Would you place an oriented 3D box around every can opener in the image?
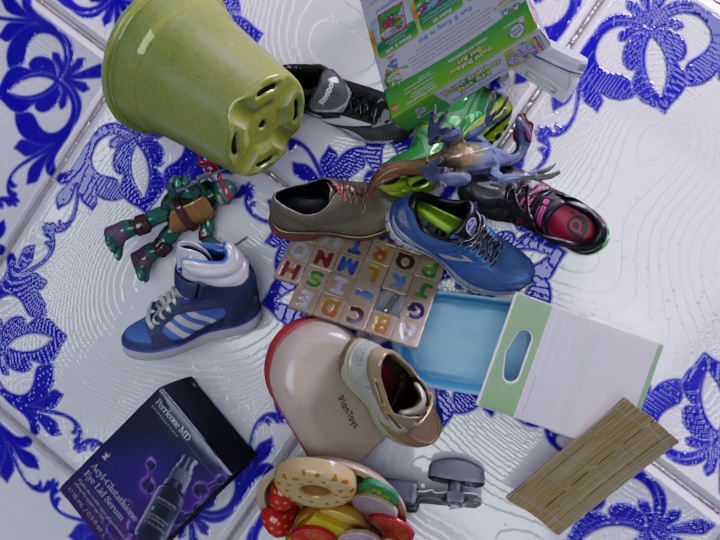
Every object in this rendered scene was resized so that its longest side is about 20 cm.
[{"bbox_3d":[0.060,0.273,0.971,0.196,0.054,0.068,3,58,10],"label":"can opener"}]

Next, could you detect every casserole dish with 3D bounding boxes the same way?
[{"bbox_3d":[0.138,0.092,0.956,0.196,0.039,0.124,7,91,10],"label":"casserole dish"}]

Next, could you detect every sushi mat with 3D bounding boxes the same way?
[{"bbox_3d":[0.276,0.238,0.906,0.095,0.012,0.200,38,112,-13],"label":"sushi mat"}]

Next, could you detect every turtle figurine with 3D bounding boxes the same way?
[{"bbox_3d":[-0.226,-0.067,0.990,0.198,0.101,0.151,-29,126,5],"label":"turtle figurine"}]

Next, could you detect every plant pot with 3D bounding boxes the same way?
[{"bbox_3d":[-0.173,-0.215,0.906,0.183,0.200,0.202,35,95,23],"label":"plant pot"}]

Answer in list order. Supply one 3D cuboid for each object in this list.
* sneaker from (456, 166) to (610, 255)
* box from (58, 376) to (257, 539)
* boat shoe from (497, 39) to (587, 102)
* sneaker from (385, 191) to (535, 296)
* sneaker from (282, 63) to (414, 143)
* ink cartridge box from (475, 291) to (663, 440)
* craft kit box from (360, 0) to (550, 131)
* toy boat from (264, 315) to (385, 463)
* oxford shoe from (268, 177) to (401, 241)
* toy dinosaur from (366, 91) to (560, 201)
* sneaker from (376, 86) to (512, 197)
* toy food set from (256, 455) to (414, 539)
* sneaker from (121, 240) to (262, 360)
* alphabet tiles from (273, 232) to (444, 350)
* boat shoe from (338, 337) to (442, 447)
[{"bbox_3d":[0.214,-0.081,0.921,0.197,0.084,0.078,21,92,9],"label":"sneaker"},{"bbox_3d":[-0.261,0.263,0.987,0.200,0.104,0.148,-45,83,7],"label":"box"},{"bbox_3d":[0.179,-0.269,0.938,0.198,0.071,0.071,30,119,15],"label":"boat shoe"},{"bbox_3d":[0.128,-0.033,0.913,0.198,0.089,0.080,25,72,-9],"label":"sneaker"},{"bbox_3d":[-0.025,-0.214,0.957,0.197,0.090,0.067,21,93,9],"label":"sneaker"},{"bbox_3d":[0.248,0.122,0.911,0.197,0.048,0.148,19,93,-5],"label":"ink cartridge box"},{"bbox_3d":[0.104,-0.301,0.898,0.198,0.048,0.201,-26,61,28],"label":"craft kit box"},{"bbox_3d":[-0.052,0.147,0.950,0.130,0.130,0.202,-38,121,-21],"label":"toy boat"},{"bbox_3d":[-0.017,-0.081,0.946,0.196,0.075,0.072,-10,67,-9],"label":"oxford shoe"},{"bbox_3d":[0.129,-0.145,0.887,0.197,0.180,0.107,-7,89,32],"label":"toy dinosaur"},{"bbox_3d":[0.097,-0.163,0.946,0.199,0.074,0.084,-34,63,-11],"label":"sneaker"},{"bbox_3d":[-0.034,0.298,0.928,0.196,0.049,0.201,28,129,-13],"label":"toy food set"},{"bbox_3d":[-0.230,0.026,0.963,0.196,0.081,0.148,-13,126,1],"label":"sneaker"},{"bbox_3d":[0.000,0.000,0.943,0.197,0.008,0.169,17,54,9],"label":"alphabet tiles"},{"bbox_3d":[0.049,0.156,0.903,0.066,0.200,0.075,5,58,44],"label":"boat shoe"}]
